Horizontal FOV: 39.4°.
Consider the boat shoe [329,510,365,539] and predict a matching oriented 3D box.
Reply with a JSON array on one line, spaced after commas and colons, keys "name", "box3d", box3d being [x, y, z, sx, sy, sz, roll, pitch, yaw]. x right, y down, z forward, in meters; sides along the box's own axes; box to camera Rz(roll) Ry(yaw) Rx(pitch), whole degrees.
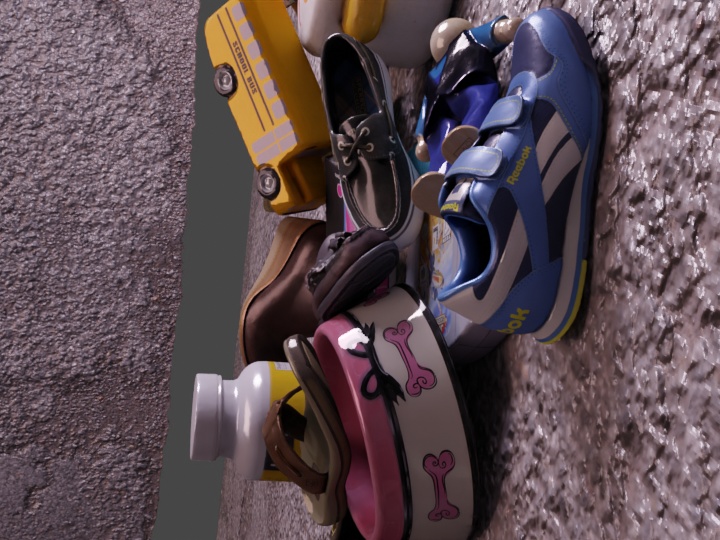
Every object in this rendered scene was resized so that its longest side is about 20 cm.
[{"name": "boat shoe", "box3d": [0.002, 0.285, 0.922, 0.202, 0.071, 0.061, -104, 17, -68]}]

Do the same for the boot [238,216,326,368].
[{"name": "boot", "box3d": [-0.050, 0.051, 1.068, 0.166, 0.072, 0.202, 28, 109, 43]}]

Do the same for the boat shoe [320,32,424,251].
[{"name": "boat shoe", "box3d": [0.001, -0.109, 0.836, 0.057, 0.068, 0.202, 34, -142, -54]}]

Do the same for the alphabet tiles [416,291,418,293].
[{"name": "alphabet tiles", "box3d": [0.047, 0.105, 0.815, 0.200, 0.006, 0.168, 150, 107, -77]}]

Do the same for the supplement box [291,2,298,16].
[{"name": "supplement box", "box3d": [-0.035, -0.302, 1.150, 0.067, 0.069, 0.200, -50, 26, 12]}]

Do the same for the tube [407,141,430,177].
[{"name": "tube", "box3d": [0.063, -0.089, 0.848, 0.200, 0.050, 0.078, 139, 131, -67]}]

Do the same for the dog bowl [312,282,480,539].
[{"name": "dog bowl", "box3d": [0.020, 0.116, 0.764, 0.200, 0.073, 0.202, 168, 90, -77]}]

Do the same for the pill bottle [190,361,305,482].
[{"name": "pill bottle", "box3d": [-0.061, 0.146, 0.964, 0.112, 0.198, 0.113, -176, 90, -79]}]

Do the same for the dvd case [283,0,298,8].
[{"name": "dvd case", "box3d": [-0.034, -0.364, 1.135, 0.022, 0.199, 0.146, 51, -167, -30]}]

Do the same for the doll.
[{"name": "doll", "box3d": [0.074, -0.126, 0.722, 0.137, 0.048, 0.201, -55, 18, 34]}]

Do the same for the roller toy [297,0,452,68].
[{"name": "roller toy", "box3d": [0.007, -0.288, 0.955, 0.182, 0.138, 0.202, 136, 137, -74]}]

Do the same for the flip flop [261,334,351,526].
[{"name": "flip flop", "box3d": [-0.045, 0.132, 0.767, 0.201, 0.057, 0.081, 92, 160, -47]}]

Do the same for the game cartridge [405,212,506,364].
[{"name": "game cartridge", "box3d": [0.072, 0.005, 0.781, 0.200, 0.041, 0.135, 140, 137, -74]}]

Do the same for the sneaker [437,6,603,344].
[{"name": "sneaker", "box3d": [0.091, -0.060, 0.595, 0.074, 0.081, 0.202, 154, 122, -78]}]

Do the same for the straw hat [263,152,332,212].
[{"name": "straw hat", "box3d": [-0.010, -0.100, 1.085, 0.085, 0.201, 0.201, 47, 154, 9]}]

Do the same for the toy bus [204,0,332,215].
[{"name": "toy bus", "box3d": [-0.079, -0.158, 0.959, 0.078, 0.065, 0.202, -27, 82, 33]}]

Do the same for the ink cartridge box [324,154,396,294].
[{"name": "ink cartridge box", "box3d": [0.000, 0.000, 0.936, 0.095, 0.037, 0.202, -141, 44, -56]}]

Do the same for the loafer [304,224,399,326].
[{"name": "loafer", "box3d": [-0.019, 0.002, 0.809, 0.063, 0.072, 0.200, 54, 165, 10]}]
